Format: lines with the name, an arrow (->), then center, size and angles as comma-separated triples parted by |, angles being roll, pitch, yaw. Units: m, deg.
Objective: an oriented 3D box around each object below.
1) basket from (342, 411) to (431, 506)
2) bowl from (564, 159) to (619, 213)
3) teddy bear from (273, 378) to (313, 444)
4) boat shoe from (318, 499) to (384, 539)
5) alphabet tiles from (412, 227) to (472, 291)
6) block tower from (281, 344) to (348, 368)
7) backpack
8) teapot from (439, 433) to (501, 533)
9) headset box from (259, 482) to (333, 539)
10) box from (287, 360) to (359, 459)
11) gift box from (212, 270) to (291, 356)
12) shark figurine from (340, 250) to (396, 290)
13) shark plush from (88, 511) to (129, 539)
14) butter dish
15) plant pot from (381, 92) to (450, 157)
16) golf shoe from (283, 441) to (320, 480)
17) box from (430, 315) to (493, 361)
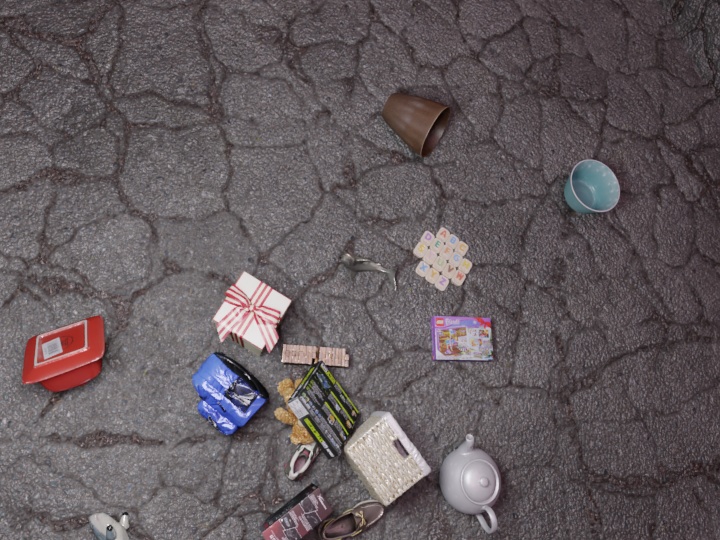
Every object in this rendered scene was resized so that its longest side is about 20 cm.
basket -> 0.060, 0.518, 1.494 | 0.160, 0.200, 0.199 | -36, 85, -18
bowl -> 0.826, -0.288, 1.958 | 0.197, 0.105, 0.205 | 3, 73, -11
teddy bear -> -0.169, 0.383, 1.510 | 0.143, 0.067, 0.202 | 21, 35, -18
boat shoe -> -0.020, 0.698, 1.495 | 0.197, 0.060, 0.073 | -14, 77, -17
alphabet tiles -> 0.276, -0.040, 1.806 | 0.199, 0.015, 0.197 | 35, 69, -1
block tower -> -0.136, 0.256, 1.601 | 0.196, 0.058, 0.055 | 7, 72, -13
backpack -> -0.369, 0.331, 1.468 | 0.200, 0.163, 0.168 | 44, 73, 1
teapot -> 0.331, 0.613, 1.556 | 0.198, 0.146, 0.199 | 33, 70, -2
headset box -> -0.180, 0.662, 1.421 | 0.198, 0.149, 0.078 | -32, 82, -19
box -> -0.097, 0.381, 1.490 | 0.047, 0.193, 0.201 | -31, 100, 23
gift box -> -0.307, 0.141, 1.525 | 0.182, 0.187, 0.202 | 26, 69, -4
shark figurine -> 0.010, 0.002, 1.713 | 0.212, 0.128, 0.091 | 18, 95, -26
shark plush -> -0.626, 0.710, 1.369 | 0.082, 0.091, 0.203 | -17, 99, 2
butter dish -> -0.760, 0.243, 1.419 | 0.197, 0.150, 0.200 | -18, 37, -18
plant pot -> 0.179, -0.523, 1.851 | 0.199, 0.188, 0.188 | 34, 69, 14
golf shoe -> -0.140, 0.498, 1.512 | 0.076, 0.088, 0.202 | 31, 68, -1
box -> 0.326, 0.220, 1.727 | 0.196, 0.039, 0.139 | 3, 74, -12
